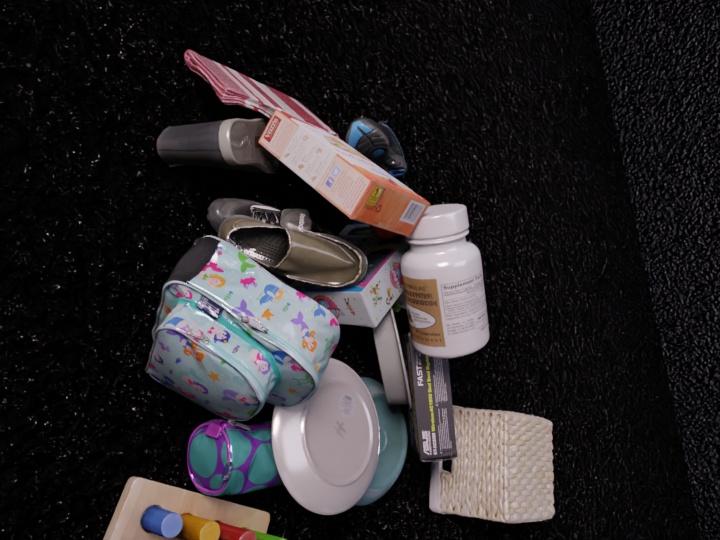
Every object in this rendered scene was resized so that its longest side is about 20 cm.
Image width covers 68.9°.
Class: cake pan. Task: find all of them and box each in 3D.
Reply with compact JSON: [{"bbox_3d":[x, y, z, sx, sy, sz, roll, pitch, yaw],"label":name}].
[{"bbox_3d":[0.043,0.123,0.836,0.200,0.037,0.200,-11,90,-90],"label":"cake pan"}]

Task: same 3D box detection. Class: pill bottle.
[{"bbox_3d":[0.117,0.012,0.748,0.114,0.114,0.200,-27,113,-48],"label":"pill bottle"}]

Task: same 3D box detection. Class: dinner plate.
[{"bbox_3d":[-0.033,0.214,0.694,0.200,0.024,0.200,26,55,-43],"label":"dinner plate"}]

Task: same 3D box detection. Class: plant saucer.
[{"bbox_3d":[0.019,0.275,0.851,0.200,0.036,0.200,14,70,-45],"label":"plant saucer"}]

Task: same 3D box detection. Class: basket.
[{"bbox_3d":[0.249,0.362,0.993,0.200,0.161,0.198,22,65,-41],"label":"basket"}]

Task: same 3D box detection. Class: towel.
[{"bbox_3d":[-0.140,-0.246,0.756,0.200,0.023,0.144,10,30,-47],"label":"towel"}]

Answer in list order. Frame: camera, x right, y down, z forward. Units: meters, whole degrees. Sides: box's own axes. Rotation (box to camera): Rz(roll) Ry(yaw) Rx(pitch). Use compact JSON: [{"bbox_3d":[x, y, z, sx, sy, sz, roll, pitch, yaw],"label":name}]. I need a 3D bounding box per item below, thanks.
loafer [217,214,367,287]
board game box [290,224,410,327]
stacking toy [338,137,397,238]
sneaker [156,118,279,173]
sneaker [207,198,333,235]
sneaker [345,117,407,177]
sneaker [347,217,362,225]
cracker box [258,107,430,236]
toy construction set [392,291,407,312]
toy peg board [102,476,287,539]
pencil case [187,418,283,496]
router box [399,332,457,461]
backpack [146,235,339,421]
[{"bbox_3d":[-0.087,-0.018,0.675,0.200,0.070,0.075,12,98,-10],"label":"loafer"},{"bbox_3d":[0.000,0.000,0.810,0.200,0.147,0.064,-51,128,-42],"label":"board game box"},{"bbox_3d":[-0.006,-0.127,0.815,0.200,0.085,0.085,45,38,19],"label":"stacking toy"},{"bbox_3d":[-0.184,-0.173,0.718,0.200,0.106,0.075,-28,119,-77],"label":"sneaker"},{"bbox_3d":[-0.115,-0.064,0.745,0.200,0.090,0.067,21,65,-44],"label":"sneaker"},{"bbox_3d":[0.021,-0.227,0.930,0.200,0.073,0.082,26,49,-68],"label":"sneaker"},{"bbox_3d":[0.061,-0.108,0.966,0.200,0.073,0.082,20,66,-44],"label":"sneaker"},{"bbox_3d":[-0.022,-0.128,0.684,0.134,0.200,0.058,9,117,-54],"label":"cracker box"},{"bbox_3d":[0.110,0.048,0.933,0.092,0.131,0.200,-56,170,0],"label":"toy construction set"},{"bbox_3d":[-0.180,0.352,0.564,0.199,0.098,0.200,37,54,-37],"label":"toy peg board"},{"bbox_3d":[-0.113,0.229,0.677,0.200,0.085,0.093,10,101,-47],"label":"pencil case"},{"bbox_3d":[0.109,0.202,0.884,0.150,0.062,0.200,103,-18,-82],"label":"router box"},{"bbox_3d":[-0.131,0.079,0.592,0.200,0.178,0.151,28,51,-11],"label":"backpack"}]
